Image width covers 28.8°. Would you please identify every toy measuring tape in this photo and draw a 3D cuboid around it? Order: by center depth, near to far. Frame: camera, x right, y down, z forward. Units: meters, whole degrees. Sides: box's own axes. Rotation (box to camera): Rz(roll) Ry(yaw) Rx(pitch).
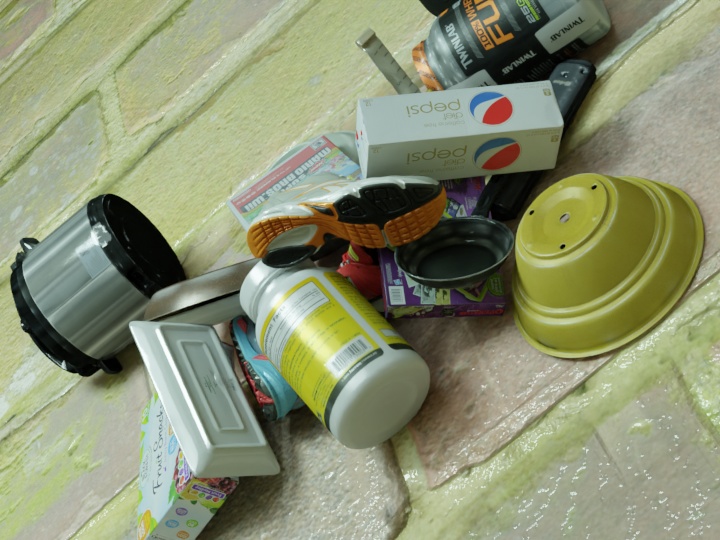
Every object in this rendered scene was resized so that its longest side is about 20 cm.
[{"bbox_3d":[0.059,-0.174,1.507,0.073,0.200,0.074,-39,13,11],"label":"toy measuring tape"}]

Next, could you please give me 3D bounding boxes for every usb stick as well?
[{"bbox_3d":[0.184,-0.136,1.465,0.055,0.033,0.201,9,63,52],"label":"usb stick"}]

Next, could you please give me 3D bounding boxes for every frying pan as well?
[{"bbox_3d":[0.091,-0.036,1.357,0.114,0.031,0.191,-7,30,8],"label":"frying pan"}]

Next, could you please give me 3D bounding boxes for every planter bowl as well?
[{"bbox_3d":[0.204,-0.027,1.281,0.199,0.083,0.201,-28,38,24],"label":"planter bowl"}]

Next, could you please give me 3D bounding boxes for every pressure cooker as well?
[{"bbox_3d":[-0.341,0.022,1.759,0.200,0.179,0.176,-38,38,12],"label":"pressure cooker"}]

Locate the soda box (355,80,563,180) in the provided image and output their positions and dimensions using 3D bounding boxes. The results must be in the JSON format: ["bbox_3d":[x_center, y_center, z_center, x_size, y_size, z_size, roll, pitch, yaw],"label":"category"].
[{"bbox_3d":[0.097,-0.136,1.395,0.198,0.068,0.064,-7,55,-7],"label":"soda box"}]

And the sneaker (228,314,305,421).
[{"bbox_3d":[-0.080,0.096,1.507,0.095,0.080,0.200,-20,26,-9],"label":"sneaker"}]

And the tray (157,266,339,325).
[{"bbox_3d":[-0.122,0.035,1.584,0.199,0.107,0.022,-19,86,27],"label":"tray"}]

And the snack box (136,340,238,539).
[{"bbox_3d":[-0.185,0.186,1.494,0.143,0.053,0.201,-54,27,32],"label":"snack box"}]

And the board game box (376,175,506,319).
[{"bbox_3d":[0.072,-0.045,1.397,0.119,0.032,0.201,-3,58,-4],"label":"board game box"}]

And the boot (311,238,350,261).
[{"bbox_3d":[0.005,-0.053,1.546,0.199,0.068,0.131,-36,33,14],"label":"boot"}]

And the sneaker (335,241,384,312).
[{"bbox_3d":[0.000,0.000,1.459,0.198,0.085,0.077,-17,37,18],"label":"sneaker"}]

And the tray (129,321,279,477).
[{"bbox_3d":[-0.157,0.124,1.435,0.022,0.107,0.201,-53,50,31],"label":"tray"}]

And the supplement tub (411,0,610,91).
[{"bbox_3d":[0.162,-0.259,1.533,0.199,0.122,0.123,-34,36,20],"label":"supplement tub"}]

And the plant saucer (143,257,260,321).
[{"bbox_3d":[-0.152,0.015,1.569,0.199,0.032,0.200,-18,0,0],"label":"plant saucer"}]

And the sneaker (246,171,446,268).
[{"bbox_3d":[-0.013,-0.069,1.364,0.198,0.076,0.092,-10,36,14],"label":"sneaker"}]

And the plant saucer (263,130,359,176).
[{"bbox_3d":[-0.071,-0.100,1.697,0.199,0.050,0.201,-29,38,26],"label":"plant saucer"}]

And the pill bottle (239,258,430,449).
[{"bbox_3d":[-0.031,0.070,1.370,0.112,0.112,0.200,-45,55,2],"label":"pill bottle"}]

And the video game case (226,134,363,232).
[{"bbox_3d":[-0.069,-0.084,1.573,0.143,0.018,0.200,-35,26,-4],"label":"video game case"}]

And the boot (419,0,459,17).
[{"bbox_3d":[0.166,-0.365,1.684,0.154,0.074,0.203,-49,35,-8],"label":"boot"}]
